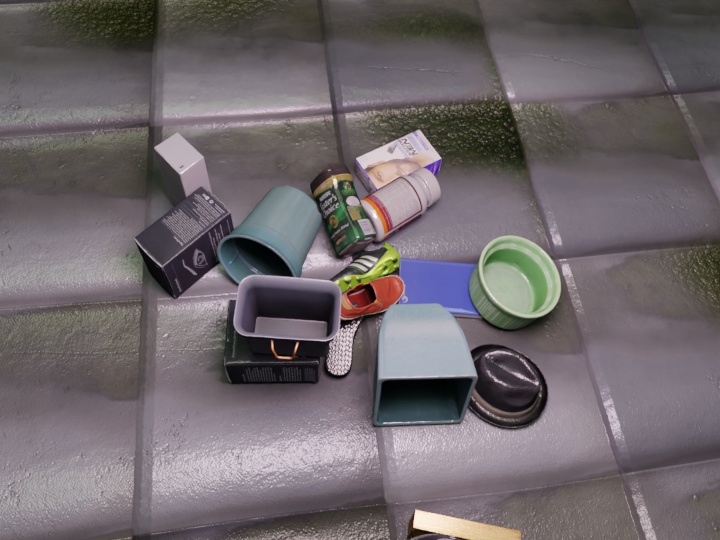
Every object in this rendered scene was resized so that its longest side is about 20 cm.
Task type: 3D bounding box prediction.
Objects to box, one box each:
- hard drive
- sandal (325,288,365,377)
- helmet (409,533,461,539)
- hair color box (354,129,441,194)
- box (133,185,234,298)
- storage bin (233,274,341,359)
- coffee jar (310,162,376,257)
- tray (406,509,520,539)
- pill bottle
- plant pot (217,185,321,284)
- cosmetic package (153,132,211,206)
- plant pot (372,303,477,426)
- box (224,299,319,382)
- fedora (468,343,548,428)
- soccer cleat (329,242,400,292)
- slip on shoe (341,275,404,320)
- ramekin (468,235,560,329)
[{"bbox_3d":[0.186,0.040,1.539,0.195,0.026,0.134,4,61,-1],"label":"hard drive"},{"bbox_3d":[-0.038,0.136,1.463,0.074,0.048,0.204,13,70,2],"label":"sandal"},{"bbox_3d":[0.123,0.558,1.146,0.199,0.202,0.190,40,28,18],"label":"helmet"},{"bbox_3d":[0.096,-0.268,1.687,0.197,0.065,0.110,-28,66,-16],"label":"hair color box"},{"bbox_3d":[-0.387,-0.062,1.491,0.104,0.149,0.200,40,65,18],"label":"box"},{"bbox_3d":[-0.137,0.110,1.279,0.195,0.135,0.148,3,60,-1],"label":"storage bin"},{"bbox_3d":[-0.044,-0.142,1.531,0.084,0.104,0.203,-11,72,-40],"label":"coffee jar"},{"bbox_3d":[0.191,0.494,1.240,0.195,0.099,0.038,11,58,3],"label":"tray"},{"bbox_3d":[0.092,-0.162,1.599,0.198,0.110,0.110,-32,67,-20],"label":"pill bottle"},{"bbox_3d":[-0.191,-0.072,1.495,0.197,0.202,0.198,21,52,8],"label":"plant pot"},{"bbox_3d":[-0.406,-0.209,1.542,0.071,0.201,0.101,-40,70,-23],"label":"cosmetic package"},{"bbox_3d":[0.119,0.181,1.367,0.191,0.198,0.203,-1,52,-4],"label":"plant pot"},{"bbox_3d":[-0.183,0.149,1.400,0.195,0.105,0.151,0,60,-3],"label":"box"},{"bbox_3d":[0.310,0.229,1.400,0.196,0.092,0.205,1,61,-2],"label":"fedora"},{"bbox_3d":[0.000,0.000,1.535,0.197,0.068,0.081,-25,45,-16],"label":"soccer cleat"},{"bbox_3d":[0.027,0.054,1.449,0.197,0.061,0.075,-18,70,-38],"label":"slip on shoe"},{"bbox_3d":[0.341,0.033,1.494,0.195,0.098,0.204,7,60,-12],"label":"ramekin"}]
